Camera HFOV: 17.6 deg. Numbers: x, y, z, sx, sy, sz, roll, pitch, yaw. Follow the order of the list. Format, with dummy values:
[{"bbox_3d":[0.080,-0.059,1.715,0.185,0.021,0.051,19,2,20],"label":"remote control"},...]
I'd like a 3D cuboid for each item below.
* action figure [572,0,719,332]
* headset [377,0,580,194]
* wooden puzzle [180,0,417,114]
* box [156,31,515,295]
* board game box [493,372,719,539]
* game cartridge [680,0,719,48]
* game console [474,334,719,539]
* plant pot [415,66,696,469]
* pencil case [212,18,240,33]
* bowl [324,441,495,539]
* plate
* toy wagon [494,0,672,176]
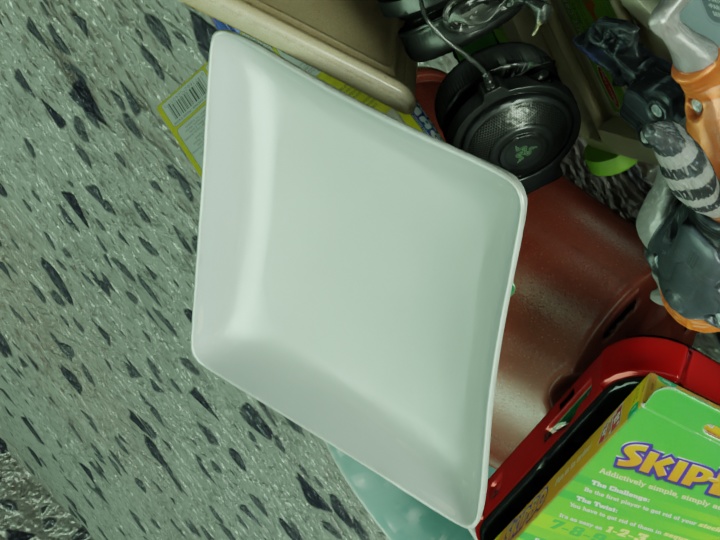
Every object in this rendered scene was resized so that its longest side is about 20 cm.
[{"bbox_3d":[0.145,-0.045,1.023,0.200,0.104,0.194,41,159,26],"label":"action figure"},{"bbox_3d":[0.069,-0.107,1.103,0.124,0.093,0.200,65,-174,10],"label":"headset"},{"bbox_3d":[-0.051,-0.168,1.178,0.184,0.201,0.037,26,124,-16],"label":"wooden puzzle"},{"bbox_3d":[-0.007,-0.040,1.222,0.201,0.117,0.048,58,-159,14],"label":"box"},{"bbox_3d":[0.145,0.120,1.159,0.095,0.030,0.200,26,142,-8],"label":"board game box"},{"bbox_3d":[0.186,-0.133,0.957,0.200,0.041,0.134,27,146,53],"label":"game cartridge"},{"bbox_3d":[0.167,0.123,1.199,0.176,0.031,0.200,26,138,-9],"label":"game console"},{"bbox_3d":[0.072,0.018,1.307,0.195,0.201,0.201,32,155,29],"label":"plant pot"},{"bbox_3d":[-0.049,-0.153,1.419,0.201,0.087,0.078,57,161,-20],"label":"pencil case"},{"bbox_3d":[0.070,0.138,1.661,0.201,0.105,0.201,44,161,20],"label":"bowl"},{"bbox_3d":[0.000,0.000,1.139,0.199,0.032,0.201,30,130,32],"label":"plate"},{"bbox_3d":[0.110,-0.117,1.171,0.200,0.039,0.156,25,148,57],"label":"toy wagon"}]
